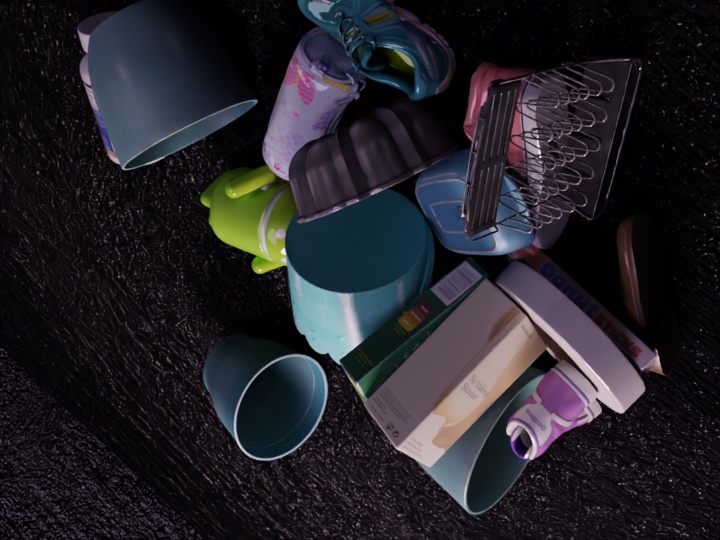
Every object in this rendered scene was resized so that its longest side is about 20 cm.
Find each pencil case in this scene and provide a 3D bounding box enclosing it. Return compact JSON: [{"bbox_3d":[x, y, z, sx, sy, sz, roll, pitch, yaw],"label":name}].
[{"bbox_3d":[-0.059,-0.196,0.845,0.090,0.084,0.200,34,143,-3],"label":"pencil case"}]

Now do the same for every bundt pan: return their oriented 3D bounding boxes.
[{"bbox_3d":[0.004,-0.129,0.765,0.200,0.201,0.077,-13,106,48],"label":"bundt pan"}]

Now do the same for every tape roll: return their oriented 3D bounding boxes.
[{"bbox_3d":[0.228,0.072,0.772,0.203,0.037,0.203,46,-179,-1],"label":"tape roll"}]

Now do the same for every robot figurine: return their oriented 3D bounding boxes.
[{"bbox_3d":[-0.137,-0.079,0.999,0.197,0.116,0.178,21,141,27],"label":"robot figurine"}]

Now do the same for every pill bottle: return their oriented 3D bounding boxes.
[{"bbox_3d":[-0.349,-0.268,1.025,0.109,0.111,0.203,22,138,26],"label":"pill bottle"}]

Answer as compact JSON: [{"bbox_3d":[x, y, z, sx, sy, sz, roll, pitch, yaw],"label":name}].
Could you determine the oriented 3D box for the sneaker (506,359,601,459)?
[{"bbox_3d":[0.222,0.172,0.822,0.073,0.115,0.200,44,-178,28],"label":"sneaker"}]

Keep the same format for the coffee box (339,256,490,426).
[{"bbox_3d":[0.075,0.086,0.820,0.044,0.199,0.124,45,169,37],"label":"coffee box"}]

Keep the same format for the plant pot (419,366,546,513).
[{"bbox_3d":[0.138,0.189,0.926,0.160,0.200,0.203,29,142,34],"label":"plant pot"}]

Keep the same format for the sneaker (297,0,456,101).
[{"bbox_3d":[0.010,-0.250,0.731,0.198,0.080,0.078,36,142,13],"label":"sneaker"}]

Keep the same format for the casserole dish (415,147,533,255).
[{"bbox_3d":[0.117,-0.069,0.770,0.123,0.038,0.200,61,165,-11],"label":"casserole dish"}]

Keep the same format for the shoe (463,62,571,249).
[{"bbox_3d":[0.167,-0.120,0.723,0.090,0.071,0.203,28,146,41],"label":"shoe"}]

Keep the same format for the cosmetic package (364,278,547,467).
[{"bbox_3d":[0.110,0.119,0.786,0.071,0.200,0.105,46,-176,38],"label":"cosmetic package"}]

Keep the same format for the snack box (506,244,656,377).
[{"bbox_3d":[0.237,0.037,0.762,0.200,0.024,0.072,48,180,27],"label":"snack box"}]

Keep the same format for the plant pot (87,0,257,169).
[{"bbox_3d":[-0.257,-0.250,0.898,0.199,0.200,0.163,-16,104,49],"label":"plant pot"}]

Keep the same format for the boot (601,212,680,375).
[{"bbox_3d":[0.289,0.026,0.744,0.075,0.073,0.203,16,137,46],"label":"boot"}]

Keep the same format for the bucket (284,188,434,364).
[{"bbox_3d":[0.000,0.000,0.872,0.205,0.208,0.136,25,147,23],"label":"bucket"}]

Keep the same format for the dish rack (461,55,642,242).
[{"bbox_3d":[0.166,-0.106,0.611,0.054,0.198,0.156,28,127,38],"label":"dish rack"}]

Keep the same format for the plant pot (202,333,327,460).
[{"bbox_3d":[-0.192,0.214,1.284,0.187,0.199,0.203,25,142,46],"label":"plant pot"}]
